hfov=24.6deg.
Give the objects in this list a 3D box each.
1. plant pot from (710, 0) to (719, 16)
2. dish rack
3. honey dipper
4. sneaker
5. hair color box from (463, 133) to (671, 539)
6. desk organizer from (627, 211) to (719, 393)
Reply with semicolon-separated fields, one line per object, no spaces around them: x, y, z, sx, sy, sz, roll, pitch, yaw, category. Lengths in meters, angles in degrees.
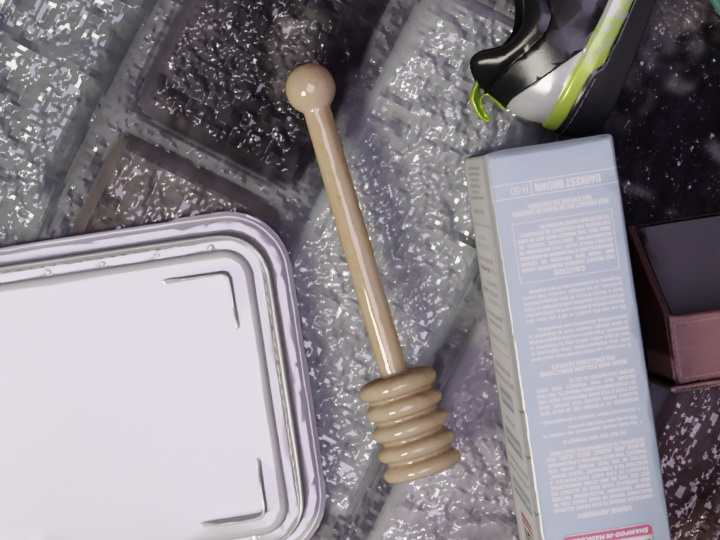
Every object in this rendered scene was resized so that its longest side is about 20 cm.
0.263;-0.154;0.744;0.199;0.141;0.142;-33;93;7;plant pot
-0.123;0.068;0.792;0.199;0.044;0.173;-9;94;1;dish rack
0.000;0.000;0.788;0.038;0.038;0.201;-18;90;0;honey dipper
0.105;-0.160;0.769;0.082;0.072;0.201;20;92;-1;sneaker
0.094;0.042;0.765;0.060;0.099;0.201;-8;93;-1;hair color box
0.232;0.002;0.780;0.199;0.072;0.078;-9;91;-1;desk organizer
